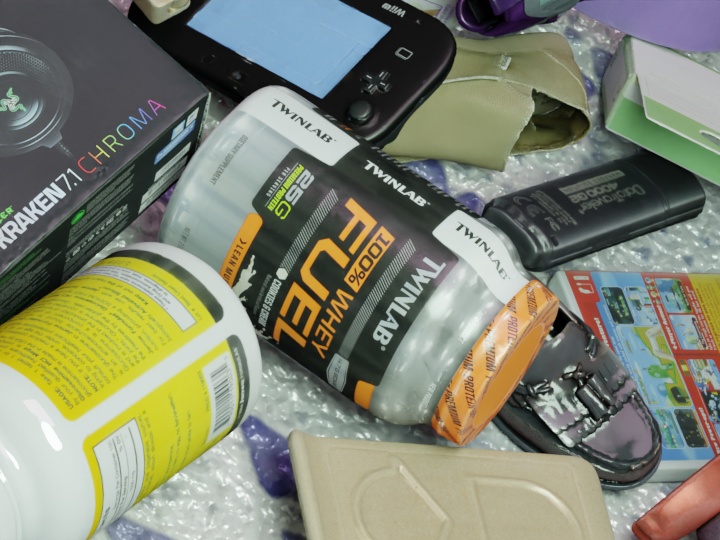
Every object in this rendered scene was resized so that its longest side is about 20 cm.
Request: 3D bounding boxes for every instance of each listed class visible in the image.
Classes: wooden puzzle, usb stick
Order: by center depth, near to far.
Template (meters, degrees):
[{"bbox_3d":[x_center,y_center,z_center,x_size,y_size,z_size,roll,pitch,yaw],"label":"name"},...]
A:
[{"bbox_3d":[0.057,0.176,1.483,0.199,0.046,0.186,9,48,-27],"label":"wooden puzzle"},{"bbox_3d":[0.140,-0.036,1.689,0.055,0.033,0.200,44,32,20],"label":"usb stick"}]

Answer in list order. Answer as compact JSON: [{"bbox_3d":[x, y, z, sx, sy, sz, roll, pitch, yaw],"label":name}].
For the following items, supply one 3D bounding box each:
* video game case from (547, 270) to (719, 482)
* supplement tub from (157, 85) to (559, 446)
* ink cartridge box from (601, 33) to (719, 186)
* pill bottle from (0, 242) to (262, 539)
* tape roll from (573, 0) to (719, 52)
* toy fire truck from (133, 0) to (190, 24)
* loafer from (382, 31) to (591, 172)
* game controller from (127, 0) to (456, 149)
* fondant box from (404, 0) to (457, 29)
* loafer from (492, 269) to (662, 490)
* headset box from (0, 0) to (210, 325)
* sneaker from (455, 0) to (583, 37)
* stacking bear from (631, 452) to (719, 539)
[{"bbox_3d":[0.219,0.061,1.687,0.199,0.017,0.144,1,52,-28],"label":"video game case"},{"bbox_3d":[0.000,0.000,1.534,0.199,0.123,0.123,33,44,13],"label":"supplement tub"},{"bbox_3d":[0.221,-0.074,1.732,0.145,0.048,0.200,26,21,-6],"label":"ink cartridge box"},{"bbox_3d":[-0.149,0.075,1.409,0.112,0.113,0.200,43,45,12],"label":"pill bottle"},{"bbox_3d":[0.185,-0.233,1.847,0.199,0.085,0.200,19,30,-11],"label":"tape roll"},{"bbox_3d":[-0.144,-0.182,1.639,0.140,0.049,0.201,12,60,-3],"label":"toy fire truck"},{"bbox_3d":[0.066,-0.097,1.703,0.199,0.076,0.068,-17,55,-37],"label":"loafer"},{"bbox_3d":[-0.040,-0.136,1.647,0.200,0.042,0.104,30,74,30],"label":"game controller"},{"bbox_3d":[-0.025,-0.234,1.787,0.199,0.058,0.145,20,46,-10],"label":"fondant box"},{"bbox_3d":[0.091,0.042,1.593,0.072,0.063,0.200,-39,73,-22],"label":"loafer"},{"bbox_3d":[-0.211,-0.087,1.499,0.200,0.093,0.174,42,64,11],"label":"headset box"},{"bbox_3d":[0.084,-0.174,1.707,0.087,0.200,0.075,-26,93,-11],"label":"sneaker"},{"bbox_3d":[0.263,0.175,1.550,0.200,0.121,0.114,52,23,7],"label":"stacking bear"}]
